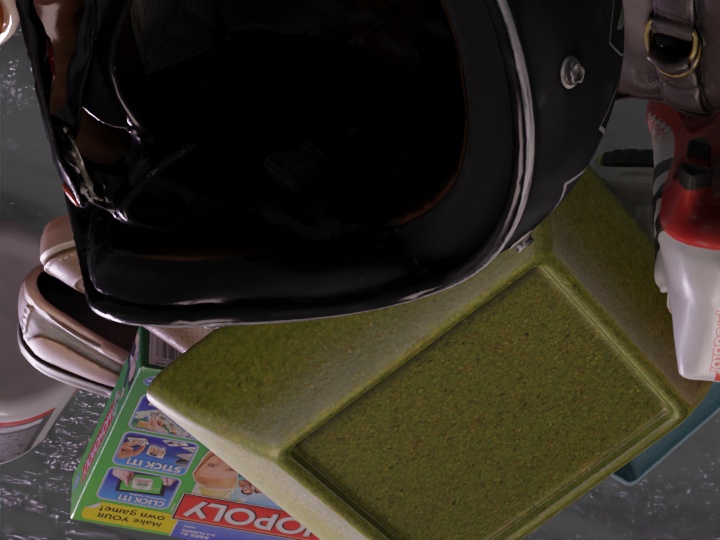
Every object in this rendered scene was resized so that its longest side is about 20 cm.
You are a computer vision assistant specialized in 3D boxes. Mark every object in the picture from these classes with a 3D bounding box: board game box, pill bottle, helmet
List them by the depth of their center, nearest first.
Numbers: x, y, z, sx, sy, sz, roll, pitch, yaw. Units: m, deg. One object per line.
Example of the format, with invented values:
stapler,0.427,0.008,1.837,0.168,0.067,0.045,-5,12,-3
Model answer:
helmet,-0.013,-0.079,0.772,0.190,0.200,0.200,-13,163,-7
board game box,-0.030,0.093,1.161,0.200,0.029,0.135,11,138,-16
pill bottle,-0.222,0.052,1.373,0.116,0.116,0.200,13,161,-12

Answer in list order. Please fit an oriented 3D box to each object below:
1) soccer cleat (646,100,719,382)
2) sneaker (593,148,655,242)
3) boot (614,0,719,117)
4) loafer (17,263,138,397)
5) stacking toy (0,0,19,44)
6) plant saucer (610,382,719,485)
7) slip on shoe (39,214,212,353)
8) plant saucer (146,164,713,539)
soccer cleat,0.140,-0.025,0.904,0.068,0.085,0.200,7,-158,6
sneaker,0.142,0.010,1.141,0.075,0.077,0.200,3,160,18
boot,0.136,-0.113,0.772,0.174,0.069,0.200,24,134,25
loafer,-0.077,0.041,1.176,0.199,0.072,0.063,13,154,3
stacking toy,-0.226,-0.046,0.957,0.146,0.200,0.146,8,162,3
plant saucer,0.176,0.021,1.071,0.200,0.019,0.070,-42,140,16
slip on shoe,-0.047,0.028,1.027,0.200,0.061,0.076,20,157,-24
plant saucer,0.046,0.053,0.988,0.200,0.048,0.200,-37,134,9
